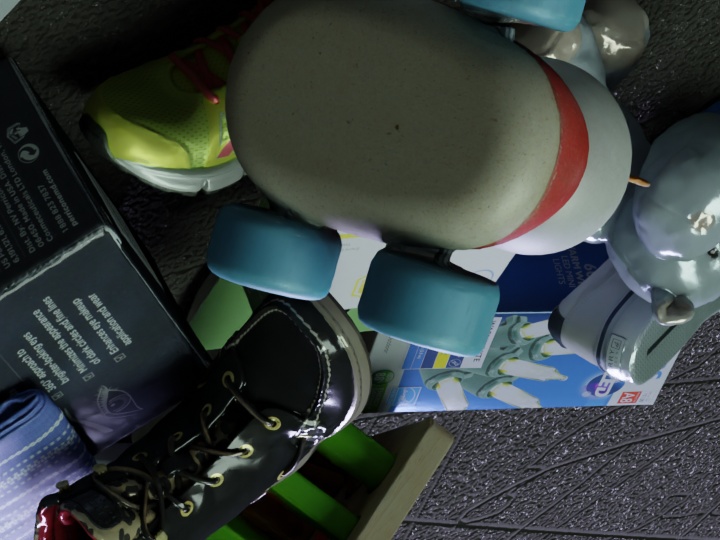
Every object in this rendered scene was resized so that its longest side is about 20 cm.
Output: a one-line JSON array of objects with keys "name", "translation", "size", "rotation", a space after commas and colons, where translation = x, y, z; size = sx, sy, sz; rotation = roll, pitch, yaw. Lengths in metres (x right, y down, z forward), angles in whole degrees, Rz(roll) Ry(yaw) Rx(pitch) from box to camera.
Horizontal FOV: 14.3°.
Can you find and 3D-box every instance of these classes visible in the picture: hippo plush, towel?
[{"name": "hippo plush", "translation": [0.129, -0.037, 1.568], "size": [0.159, 0.161, 0.200], "rotation": [-35, 157, -36]}, {"name": "towel", "translation": [-0.197, 0.132, 1.457], "size": [0.144, 0.024, 0.200], "rotation": [-32, 155, -5]}]

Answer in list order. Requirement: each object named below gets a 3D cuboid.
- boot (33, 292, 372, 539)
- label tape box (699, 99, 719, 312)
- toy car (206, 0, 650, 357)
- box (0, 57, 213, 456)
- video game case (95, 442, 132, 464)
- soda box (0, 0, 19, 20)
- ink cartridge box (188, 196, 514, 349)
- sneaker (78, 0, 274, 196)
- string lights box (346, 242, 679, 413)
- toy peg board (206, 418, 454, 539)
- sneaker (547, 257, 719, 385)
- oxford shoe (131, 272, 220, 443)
[{"name": "boot", "translation": [-0.081, 0.090, 1.422], "size": [0.150, 0.073, 0.200], "rotation": [-36, 172, -29]}, {"name": "label tape box", "translation": [0.265, -0.048, 1.827], "size": [0.143, 0.066, 0.200], "rotation": [-34, 153, 5]}, {"name": "toy car", "translation": [0.053, -0.062, 1.358], "size": [0.200, 0.176, 0.185], "rotation": [10, 97, -57]}, {"name": "box", "translation": [-0.202, 0.027, 1.419], "size": [0.199, 0.118, 0.197], "rotation": [-32, 153, -2]}, {"name": "video game case", "translation": [-0.208, 0.166, 1.737], "size": [0.199, 0.022, 0.182], "rotation": [6, 133, -51]}, {"name": "soda box", "translation": [-0.139, -0.182, 1.204], "size": [0.200, 0.068, 0.064], "rotation": [-43, 150, 20]}, {"name": "ink cartridge box", "translation": [0.000, 0.000, 1.497], "size": [0.145, 0.048, 0.200], "rotation": [-6, 147, -29]}, {"name": "sneaker", "translation": [-0.052, -0.103, 1.425], "size": [0.199, 0.078, 0.091], "rotation": [-18, 141, -35]}, {"name": "string lights box", "translation": [0.092, 0.032, 1.728], "size": [0.199, 0.059, 0.103], "rotation": [-1, 143, -16]}, {"name": "toy peg board", "translation": [-0.064, 0.159, 1.707], "size": [0.200, 0.098, 0.199], "rotation": [-56, -170, -17]}, {"name": "sneaker", "translation": [0.184, -0.010, 1.675], "size": [0.200, 0.071, 0.073], "rotation": [-36, 141, -40]}, {"name": "oxford shoe", "translation": [-0.060, 0.031, 1.646], "size": [0.200, 0.071, 0.071], "rotation": [-49, 174, 31]}]
